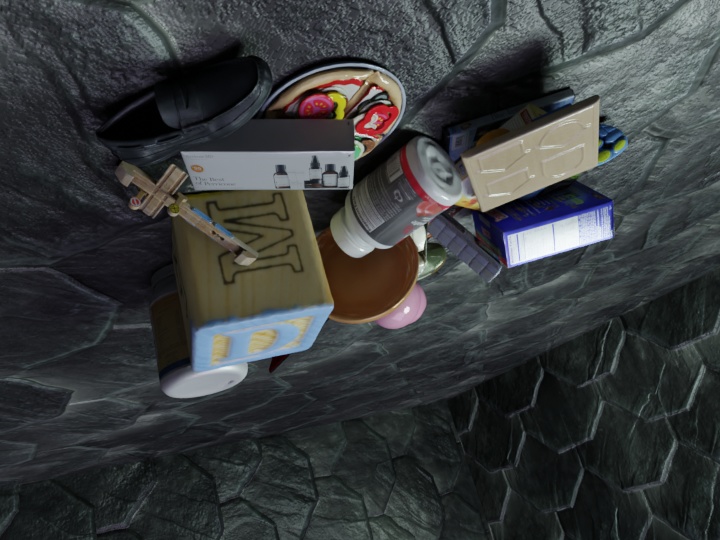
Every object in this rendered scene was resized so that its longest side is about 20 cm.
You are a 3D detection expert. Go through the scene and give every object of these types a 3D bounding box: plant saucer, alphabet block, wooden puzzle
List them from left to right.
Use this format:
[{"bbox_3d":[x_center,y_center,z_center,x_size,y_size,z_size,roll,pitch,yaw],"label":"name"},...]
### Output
[{"bbox_3d":[-0.170,0.013,0.877,0.194,0.202,0.196,-8,158,-22],"label":"alphabet block"},{"bbox_3d":[0.000,0.000,0.971,0.198,0.202,0.038,-18,146,2],"label":"plant saucer"},{"bbox_3d":[0.240,-0.166,0.831,0.183,0.047,0.200,-21,158,13],"label":"wooden puzzle"}]

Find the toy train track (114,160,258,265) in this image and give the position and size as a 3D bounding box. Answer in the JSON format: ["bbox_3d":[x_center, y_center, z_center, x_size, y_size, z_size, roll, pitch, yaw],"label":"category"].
[{"bbox_3d":[-0.218,-0.062,0.735,0.199,0.033,0.114,36,139,-21],"label":"toy train track"}]

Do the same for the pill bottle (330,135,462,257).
[{"bbox_3d":[0.047,-0.102,0.889,0.110,0.112,0.199,7,148,-46],"label":"pill bottle"}]

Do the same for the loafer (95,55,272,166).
[{"bbox_3d":[-0.183,-0.166,0.610,0.199,0.069,0.070,-21,168,18],"label":"loafer"}]

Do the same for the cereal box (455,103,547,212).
[{"bbox_3d":[0.229,-0.166,0.919,0.143,0.040,0.200,5,149,-43],"label":"cereal box"}]

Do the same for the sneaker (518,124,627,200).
[{"bbox_3d":[0.352,-0.184,1.004,0.199,0.071,0.082,-29,168,32],"label":"sneaker"}]

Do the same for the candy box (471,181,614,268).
[{"bbox_3d":[0.321,-0.091,1.058,0.198,0.169,0.078,-15,114,-2],"label":"candy box"}]

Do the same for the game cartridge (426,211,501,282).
[{"bbox_3d":[0.171,-0.044,0.958,0.039,0.129,0.200,-55,177,13],"label":"game cartridge"}]

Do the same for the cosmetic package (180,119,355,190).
[{"bbox_3d":[-0.106,-0.137,0.705,0.197,0.051,0.083,-1,153,-3],"label":"cosmetic package"}]

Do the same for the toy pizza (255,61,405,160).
[{"bbox_3d":[-0.035,-0.181,0.741,0.198,0.032,0.201,-16,159,-6],"label":"toy pizza"}]

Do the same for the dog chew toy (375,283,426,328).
[{"bbox_3d":[0.092,0.070,1.338,0.124,0.126,0.200,-26,165,20],"label":"dog chew toy"}]

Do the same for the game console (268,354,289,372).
[{"bbox_3d":[-0.112,0.137,1.332,0.171,0.120,0.200,-3,155,-32],"label":"game console"}]

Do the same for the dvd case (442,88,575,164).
[{"bbox_3d":[0.220,-0.202,0.909,0.198,0.018,0.143,-18,159,-1],"label":"dvd case"}]

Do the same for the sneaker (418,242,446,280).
[{"bbox_3d":[0.072,-0.016,1.121,0.198,0.068,0.090,-13,164,-2],"label":"sneaker"}]

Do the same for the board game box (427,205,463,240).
[{"bbox_3d":[0.116,-0.091,1.095,0.102,0.020,0.200,-4,155,-33],"label":"board game box"}]

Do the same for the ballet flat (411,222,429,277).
[{"bbox_3d":[0.090,-0.037,1.035,0.067,0.064,0.202,-17,130,-16],"label":"ballet flat"}]

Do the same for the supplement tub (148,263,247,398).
[{"bbox_3d":[-0.278,0.098,0.996,0.143,0.202,0.145,-14,158,-6],"label":"supplement tub"}]
